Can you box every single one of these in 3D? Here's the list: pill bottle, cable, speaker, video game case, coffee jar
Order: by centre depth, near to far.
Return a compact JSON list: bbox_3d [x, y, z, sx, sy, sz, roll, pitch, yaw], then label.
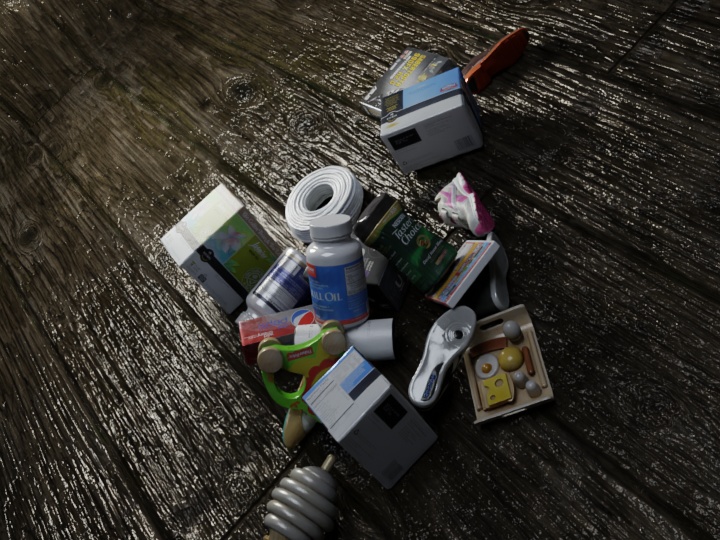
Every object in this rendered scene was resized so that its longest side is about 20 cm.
[{"bbox_3d":[0.189,0.004,1.590,0.144,0.017,0.200,-52,7,-2],"label":"video game case"},{"bbox_3d":[-0.047,0.000,1.611,0.110,0.204,0.112,-7,18,2],"label":"pill bottle"},{"bbox_3d":[0.085,-0.055,1.632,0.199,0.085,0.105,38,65,1],"label":"coffee jar"},{"bbox_3d":[-0.026,0.139,1.638,0.196,0.082,0.082,-5,51,9],"label":"speaker"},{"bbox_3d":[-0.179,0.059,1.819,0.110,0.111,0.201,29,75,44],"label":"pill bottle"},{"bbox_3d":[-0.087,-0.152,1.957,0.197,0.069,0.202,-1,56,33],"label":"cable"}]

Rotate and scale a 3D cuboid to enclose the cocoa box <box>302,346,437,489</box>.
[{"bbox_3d":[0.018,0.257,1.466,0.133,0.200,0.131,-44,44,-5],"label":"cocoa box"}]

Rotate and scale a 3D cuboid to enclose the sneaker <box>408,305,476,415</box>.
[{"bbox_3d":[0.144,0.164,1.517,0.072,0.112,0.202,28,73,15],"label":"sneaker"}]

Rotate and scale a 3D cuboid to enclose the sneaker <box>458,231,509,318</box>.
[{"bbox_3d":[0.230,0.011,1.617,0.098,0.071,0.202,-27,36,30],"label":"sneaker"}]

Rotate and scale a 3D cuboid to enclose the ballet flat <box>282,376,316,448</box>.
[{"bbox_3d":[-0.097,0.253,1.643,0.062,0.069,0.203,0,57,28],"label":"ballet flat"}]

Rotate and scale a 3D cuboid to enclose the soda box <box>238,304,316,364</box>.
[{"bbox_3d":[-0.148,0.128,1.729,0.196,0.064,0.071,-13,45,-6],"label":"soda box"}]

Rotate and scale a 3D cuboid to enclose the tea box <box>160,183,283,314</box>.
[{"bbox_3d":[-0.310,-0.049,1.930,0.197,0.200,0.133,-44,44,-5],"label":"tea box"}]

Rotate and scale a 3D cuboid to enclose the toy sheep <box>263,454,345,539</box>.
[{"bbox_3d":[-0.096,0.414,1.466,0.136,0.138,0.202,9,61,38],"label":"toy sheep"}]

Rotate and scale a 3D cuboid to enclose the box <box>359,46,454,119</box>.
[{"bbox_3d":[0.116,-0.454,2.078,0.201,0.048,0.158,-50,44,-10],"label":"box"}]

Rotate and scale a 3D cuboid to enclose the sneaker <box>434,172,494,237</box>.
[{"bbox_3d":[0.210,-0.118,1.724,0.088,0.081,0.201,-37,28,11],"label":"sneaker"}]

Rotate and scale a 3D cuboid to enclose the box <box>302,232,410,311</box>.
[{"bbox_3d":[0.000,0.000,1.750,0.197,0.106,0.124,6,60,36],"label":"box"}]

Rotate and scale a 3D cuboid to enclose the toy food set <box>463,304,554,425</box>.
[{"bbox_3d":[0.249,0.167,1.484,0.142,0.061,0.202,-22,46,17],"label":"toy food set"}]

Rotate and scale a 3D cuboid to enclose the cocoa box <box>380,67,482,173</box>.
[{"bbox_3d":[0.158,-0.334,1.881,0.197,0.134,0.133,-18,47,21],"label":"cocoa box"}]

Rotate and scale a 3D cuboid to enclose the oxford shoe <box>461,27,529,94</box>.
[{"bbox_3d":[0.309,-0.504,1.975,0.199,0.071,0.073,-39,39,1],"label":"oxford shoe"}]

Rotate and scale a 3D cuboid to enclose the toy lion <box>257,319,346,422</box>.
[{"bbox_3d":[-0.079,0.204,1.577,0.197,0.195,0.069,-15,17,-2],"label":"toy lion"}]
